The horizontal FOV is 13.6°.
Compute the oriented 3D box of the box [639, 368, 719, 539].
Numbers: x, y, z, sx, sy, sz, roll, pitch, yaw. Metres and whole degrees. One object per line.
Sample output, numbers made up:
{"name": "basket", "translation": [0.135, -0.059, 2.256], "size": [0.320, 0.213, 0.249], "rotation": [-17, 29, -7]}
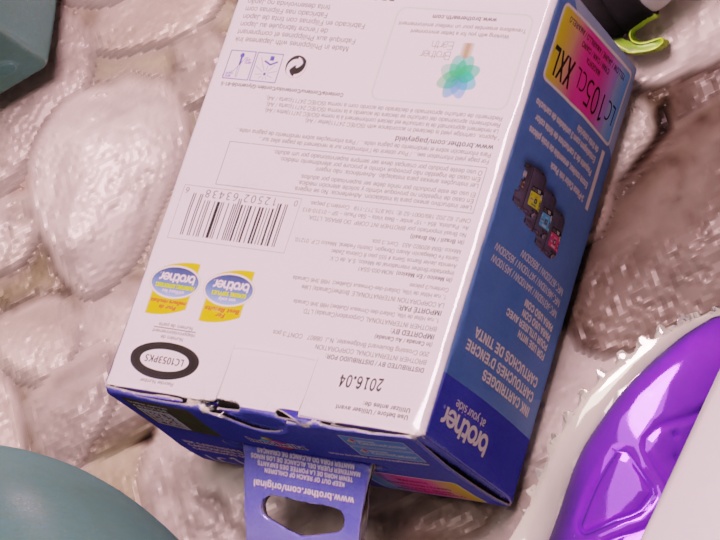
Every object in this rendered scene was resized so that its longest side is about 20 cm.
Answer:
{"name": "box", "translation": [0.184, 0.126, 0.814], "size": [0.200, 0.171, 0.199], "rotation": [21, 79, 37]}

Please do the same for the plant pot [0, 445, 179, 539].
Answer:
{"name": "plant pot", "translation": [-0.121, 0.152, 0.981], "size": [0.200, 0.201, 0.161], "rotation": [-41, 42, 8]}

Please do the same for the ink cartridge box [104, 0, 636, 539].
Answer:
{"name": "ink cartridge box", "translation": [0.000, 0.000, 1.047], "size": [0.136, 0.076, 0.201], "rotation": [7, 70, 34]}

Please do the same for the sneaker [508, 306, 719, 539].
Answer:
{"name": "sneaker", "translation": [0.090, 0.112, 0.951], "size": [0.099, 0.070, 0.200], "rotation": [34, 91, 31]}

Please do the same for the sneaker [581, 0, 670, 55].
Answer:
{"name": "sneaker", "translation": [0.038, -0.152, 1.073], "size": [0.200, 0.072, 0.083], "rotation": [41, 104, 13]}

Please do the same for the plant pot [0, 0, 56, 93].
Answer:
{"name": "plant pot", "translation": [-0.208, -0.157, 1.218], "size": [0.141, 0.141, 0.201], "rotation": [-28, 63, 17]}
